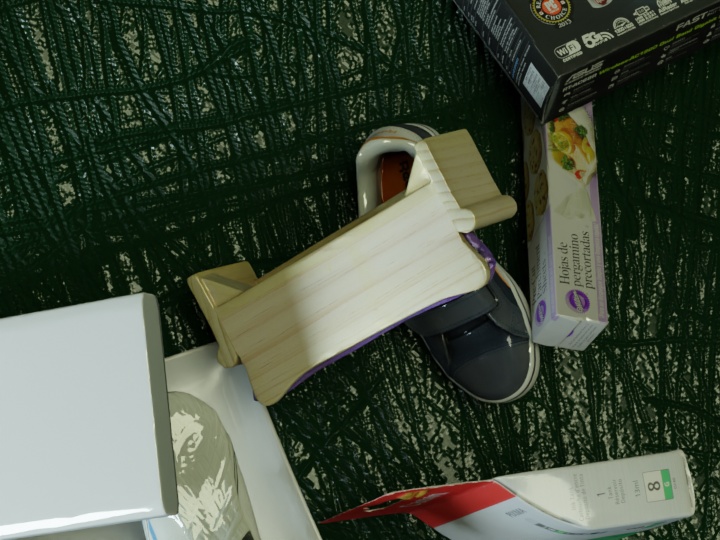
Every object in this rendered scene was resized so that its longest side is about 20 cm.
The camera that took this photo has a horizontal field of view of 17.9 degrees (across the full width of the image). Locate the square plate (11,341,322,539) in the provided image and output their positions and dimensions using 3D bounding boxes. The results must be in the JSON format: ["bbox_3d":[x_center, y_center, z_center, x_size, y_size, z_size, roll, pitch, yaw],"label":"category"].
[{"bbox_3d":[-0.131,0.159,1.432,0.197,0.028,0.201,-17,70,-23],"label":"square plate"}]

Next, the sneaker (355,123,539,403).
[{"bbox_3d":[0.049,-0.002,1.506,0.078,0.079,0.201,-29,82,23],"label":"sneaker"}]

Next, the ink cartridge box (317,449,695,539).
[{"bbox_3d":[0.091,0.159,1.458,0.199,0.161,0.050,-8,79,-19],"label":"ink cartridge box"}]

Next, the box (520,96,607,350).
[{"bbox_3d":[0.136,-0.044,1.539,0.038,0.041,0.201,10,58,-17],"label":"box"}]

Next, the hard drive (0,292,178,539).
[{"bbox_3d":[-0.209,0.095,1.379,0.199,0.027,0.133,-10,80,20],"label":"hard drive"}]

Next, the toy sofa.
[{"bbox_3d":[0.000,0.000,1.440,0.199,0.083,0.098,-31,85,23],"label":"toy sofa"}]

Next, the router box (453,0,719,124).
[{"bbox_3d":[0.168,-0.209,1.577,0.199,0.062,0.150,-26,67,-21],"label":"router box"}]

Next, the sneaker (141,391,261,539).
[{"bbox_3d":[-0.095,0.172,1.388,0.071,0.072,0.201,-11,82,-11],"label":"sneaker"}]
